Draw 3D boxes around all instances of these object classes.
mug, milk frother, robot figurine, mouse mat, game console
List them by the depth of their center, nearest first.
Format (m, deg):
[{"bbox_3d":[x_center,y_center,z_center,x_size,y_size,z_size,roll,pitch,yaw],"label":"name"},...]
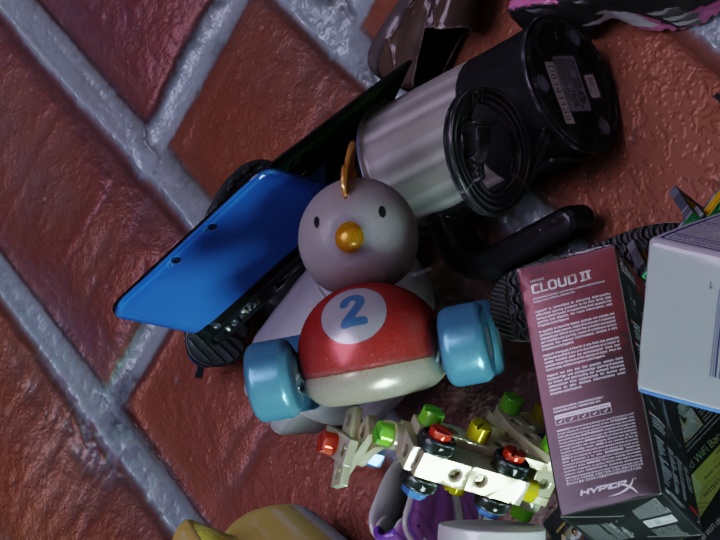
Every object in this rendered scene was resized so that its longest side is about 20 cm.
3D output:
[{"bbox_3d":[0.076,-0.096,1.734,0.188,0.199,0.181,-26,61,38],"label":"milk frother"},{"bbox_3d":[-0.058,0.257,1.812,0.149,0.187,0.153,-28,38,-13],"label":"mug"},{"bbox_3d":[-0.097,-0.042,1.824,0.200,0.118,0.171,-40,27,27],"label":"game console"},{"bbox_3d":[-0.042,-0.099,1.839,0.200,0.161,0.008,-39,86,-11],"label":"mouse mat"},{"bbox_3d":[-0.014,0.049,1.850,0.170,0.113,0.200,47,114,24],"label":"robot figurine"}]

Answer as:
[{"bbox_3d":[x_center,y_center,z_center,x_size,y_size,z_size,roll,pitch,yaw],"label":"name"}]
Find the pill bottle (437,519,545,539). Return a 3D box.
[{"bbox_3d":[0.096,0.293,1.665,0.111,0.111,0.201,2,90,45],"label":"pill bottle"}]

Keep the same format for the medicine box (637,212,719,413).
[{"bbox_3d":[0.301,0.028,1.388,0.181,0.200,0.104,14,108,33],"label":"medicine box"}]

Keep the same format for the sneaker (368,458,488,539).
[{"bbox_3d":[0.049,0.245,1.742,0.072,0.114,0.202,-15,71,40],"label":"sneaker"}]

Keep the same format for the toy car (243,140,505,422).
[{"bbox_3d":[0.000,0.000,1.693,0.183,0.177,0.201,-11,89,9],"label":"toy car"}]

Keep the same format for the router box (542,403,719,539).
[{"bbox_3d":[0.243,0.180,1.607,0.200,0.052,0.158,-50,49,24],"label":"router box"}]

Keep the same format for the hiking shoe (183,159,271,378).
[{"bbox_3d":[-0.121,-0.006,1.997,0.087,0.074,0.201,147,144,-71],"label":"hiking shoe"}]

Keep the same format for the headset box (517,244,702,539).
[{"bbox_3d":[0.174,0.083,1.545,0.075,0.149,0.201,-14,70,15],"label":"headset box"}]

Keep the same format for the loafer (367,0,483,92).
[{"bbox_3d":[0.082,-0.230,1.862,0.071,0.073,0.201,50,125,35],"label":"loafer"}]

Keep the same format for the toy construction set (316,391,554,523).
[{"bbox_3d":[0.069,0.135,1.676,0.131,0.199,0.093,-116,32,-63],"label":"toy construction set"}]

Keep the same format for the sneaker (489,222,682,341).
[{"bbox_3d":[0.201,0.010,1.681,0.199,0.090,0.070,-13,83,15],"label":"sneaker"}]

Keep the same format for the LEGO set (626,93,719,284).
[{"bbox_3d":[0.283,-0.030,1.571,0.201,0.153,0.116,-61,6,12],"label":"LEGO set"}]

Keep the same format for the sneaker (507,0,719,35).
[{"bbox_3d":[0.203,-0.242,1.737,0.199,0.080,0.087,1,70,39],"label":"sneaker"}]
